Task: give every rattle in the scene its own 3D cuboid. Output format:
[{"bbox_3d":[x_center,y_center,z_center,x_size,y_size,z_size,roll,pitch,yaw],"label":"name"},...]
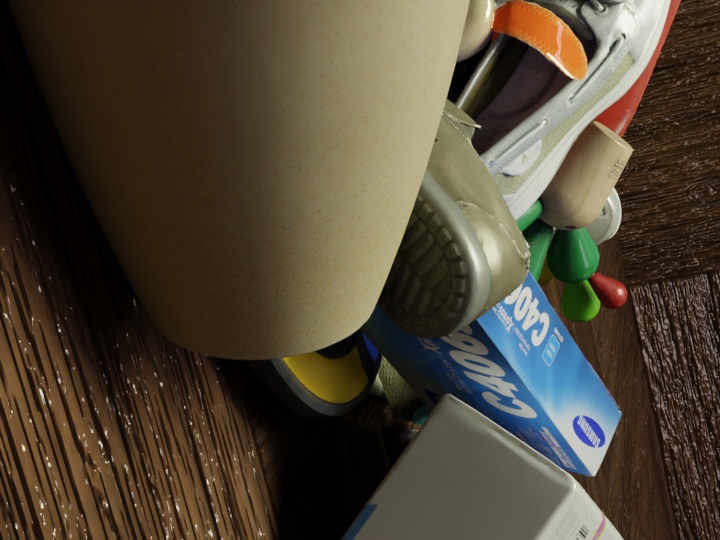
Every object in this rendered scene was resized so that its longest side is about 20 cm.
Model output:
[{"bbox_3d":[0.020,-0.169,0.782,0.130,0.200,0.143,-53,157,-16],"label":"rattle"}]

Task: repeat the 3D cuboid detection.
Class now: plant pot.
[{"bbox_3d":[-0.043,-0.074,0.574,0.187,0.187,0.200,-72,163,-62],"label":"plant pot"}]

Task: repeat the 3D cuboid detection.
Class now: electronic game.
[{"bbox_3d":[-0.031,-0.024,0.769,0.200,0.042,0.200,-12,90,-69],"label":"electronic game"}]

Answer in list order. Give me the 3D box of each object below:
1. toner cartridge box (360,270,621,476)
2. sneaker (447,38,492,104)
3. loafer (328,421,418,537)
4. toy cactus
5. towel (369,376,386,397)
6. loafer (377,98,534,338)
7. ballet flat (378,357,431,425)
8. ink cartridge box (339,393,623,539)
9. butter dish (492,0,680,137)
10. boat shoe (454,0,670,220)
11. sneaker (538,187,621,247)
[{"bbox_3d":[0.059,0.039,0.780,0.043,0.095,0.200,-63,144,-17],"label":"toner cartridge box"},{"bbox_3d":[0.049,-0.136,0.886,0.071,0.200,0.098,12,38,-36],"label":"sneaker"},{"bbox_3d":[0.034,0.121,0.892,0.200,0.071,0.073,27,54,-72],"label":"loafer"},{"bbox_3d":[0.110,-0.015,0.950,0.200,0.165,0.102,23,21,-37],"label":"toy cactus"},{"bbox_3d":[0.000,0.000,0.943,0.200,0.023,0.153,34,48,-71],"label":"towel"},{"bbox_3d":[0.009,-0.055,0.682,0.070,0.075,0.200,-3,56,-46],"label":"loafer"},{"bbox_3d":[0.056,0.072,0.967,0.075,0.068,0.200,61,8,25],"label":"ballet flat"},{"bbox_3d":[0.058,0.166,0.797,0.145,0.085,0.200,-54,154,-6],"label":"ink cartridge box"},{"bbox_3d":[0.135,-0.200,1.044,0.148,0.200,0.200,-8,121,-64],"label":"butter dish"},{"bbox_3d":[0.103,-0.116,0.848,0.074,0.202,0.065,36,0,32],"label":"boat shoe"},{"bbox_3d":[0.084,-0.053,1.011,0.082,0.200,0.075,-102,-146,-62],"label":"sneaker"}]
